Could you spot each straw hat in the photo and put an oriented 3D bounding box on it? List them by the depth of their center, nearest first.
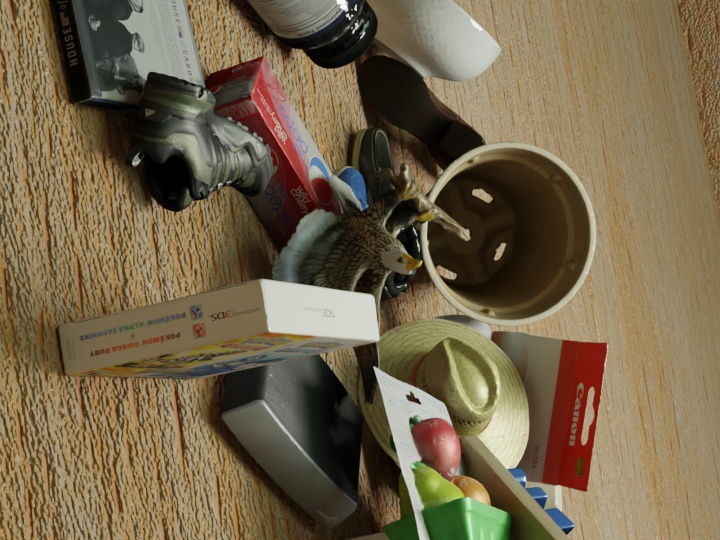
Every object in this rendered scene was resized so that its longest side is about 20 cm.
[{"bbox_3d":[0.101,0.120,1.743,0.085,0.200,0.202,117,-25,-58],"label":"straw hat"}]

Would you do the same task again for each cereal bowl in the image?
[{"bbox_3d":[0.062,-0.285,1.976,0.200,0.083,0.200,38,1,-1],"label":"cereal bowl"}]

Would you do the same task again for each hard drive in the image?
[{"bbox_3d":[-0.057,0.134,1.557,0.200,0.042,0.135,53,32,-42],"label":"hard drive"}]

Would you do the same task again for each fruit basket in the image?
[{"bbox_3d":[0.067,0.201,1.583,0.185,0.093,0.201,31,34,-62],"label":"fruit basket"}]

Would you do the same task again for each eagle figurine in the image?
[{"bbox_3d":[0.002,0.000,1.590,0.200,0.151,0.151,-56,-178,-12],"label":"eagle figurine"}]

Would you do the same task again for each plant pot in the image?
[{"bbox_3d":[0.143,-0.042,1.926,0.183,0.200,0.201,-171,-116,-78],"label":"plant pot"}]

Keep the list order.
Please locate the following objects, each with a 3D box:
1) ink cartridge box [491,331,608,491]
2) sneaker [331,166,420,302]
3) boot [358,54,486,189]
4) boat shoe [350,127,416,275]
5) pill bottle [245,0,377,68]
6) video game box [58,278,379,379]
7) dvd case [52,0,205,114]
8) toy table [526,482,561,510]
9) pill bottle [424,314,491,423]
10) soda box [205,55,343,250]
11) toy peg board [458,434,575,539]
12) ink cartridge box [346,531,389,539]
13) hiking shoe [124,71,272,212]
[{"bbox_3d":[0.191,0.151,1.840,0.050,0.200,0.163,11,86,-19],"label":"ink cartridge box"},{"bbox_3d":[0.014,-0.039,1.751,0.077,0.111,0.200,57,29,-36],"label":"sneaker"},{"bbox_3d":[0.081,-0.173,2.042,0.186,0.064,0.200,43,2,8],"label":"boot"},{"bbox_3d":[0.032,-0.071,1.870,0.072,0.066,0.202,40,41,-52],"label":"boat shoe"},{"bbox_3d":[-0.064,-0.298,1.731,0.200,0.111,0.112,47,36,-48],"label":"pill bottle"},{"bbox_3d":[-0.106,0.050,1.338,0.200,0.182,0.047,9,68,-64],"label":"video game box"},{"bbox_3d":[-0.202,-0.210,1.476,0.200,0.025,0.151,1,75,-67],"label":"dvd case"},{"bbox_3d":[0.170,0.316,1.889,0.184,0.117,0.201,44,37,-51],"label":"toy table"},{"bbox_3d":[0.105,0.156,1.842,0.112,0.112,0.201,43,39,-51],"label":"pill bottle"},{"bbox_3d":[-0.080,-0.104,1.639,0.200,0.063,0.070,60,28,-34],"label":"soda box"},{"bbox_3d":[0.162,0.296,1.677,0.097,0.200,0.200,-2,119,-30],"label":"toy peg board"},{"bbox_3d":[0.030,0.365,1.580,0.146,0.084,0.201,52,31,-42],"label":"ink cartridge box"},{"bbox_3d":[-0.148,-0.095,1.484,0.101,0.076,0.200,-64,150,-8],"label":"hiking shoe"}]
